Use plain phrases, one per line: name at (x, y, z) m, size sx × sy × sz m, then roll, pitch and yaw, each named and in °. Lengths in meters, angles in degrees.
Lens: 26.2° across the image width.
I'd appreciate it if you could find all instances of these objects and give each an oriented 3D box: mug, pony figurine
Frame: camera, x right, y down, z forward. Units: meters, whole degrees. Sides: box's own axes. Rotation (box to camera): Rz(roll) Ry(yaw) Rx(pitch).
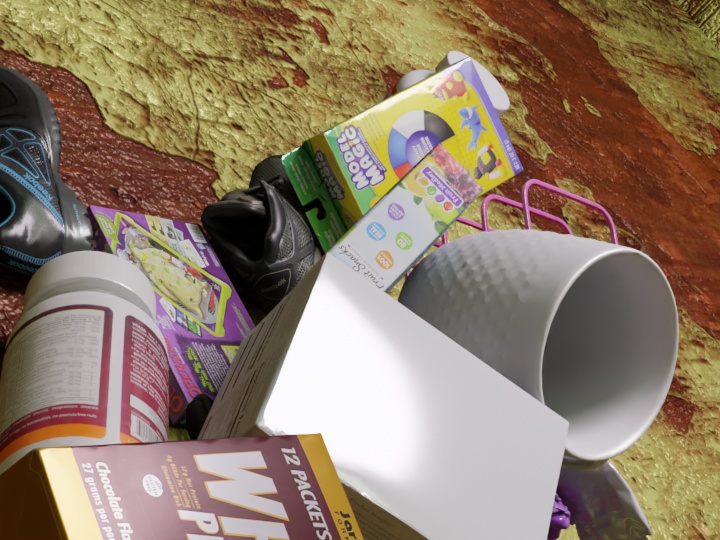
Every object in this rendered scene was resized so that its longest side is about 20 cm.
mug at (0.123, 0.064, 1.117) m, size 0.148 × 0.175 × 0.201 m, roll -43°, pitch 124°, yaw -26°
pony figurine at (0.128, 0.167, 1.238) m, size 0.199 × 0.166 × 0.195 m, roll -17°, pitch 89°, yaw -33°

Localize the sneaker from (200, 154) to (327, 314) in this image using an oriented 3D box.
sneaker at (-0.081, -0.055, 1.335) m, size 0.114 × 0.076 × 0.200 m, roll 53°, pitch 22°, yaw -36°

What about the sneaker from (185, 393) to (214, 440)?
sneaker at (-0.093, 0.174, 0.988) m, size 0.074 × 0.088 × 0.201 m, roll 60°, pitch 6°, yaw -59°

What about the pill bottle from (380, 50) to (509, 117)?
pill bottle at (0.050, -0.112, 1.483) m, size 0.112 × 0.200 × 0.113 m, roll 32°, pitch 28°, yaw -20°

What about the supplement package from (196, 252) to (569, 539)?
supplement package at (0.011, 0.119, 0.955) m, size 0.199 × 0.111 × 0.156 m, roll 35°, pitch 41°, yaw -13°

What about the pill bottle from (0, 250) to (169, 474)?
pill bottle at (-0.176, 0.084, 0.985) m, size 0.109 × 0.110 × 0.201 m, roll 29°, pitch 30°, yaw -26°

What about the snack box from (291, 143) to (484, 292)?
snack box at (0.000, 0.000, 1.146) m, size 0.053 × 0.200 × 0.142 m, roll 43°, pitch 67°, yaw 0°

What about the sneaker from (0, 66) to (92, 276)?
sneaker at (-0.265, -0.081, 1.145) m, size 0.082 × 0.073 × 0.201 m, roll 8°, pitch 42°, yaw -47°

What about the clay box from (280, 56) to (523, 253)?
clay box at (0.037, -0.093, 1.343) m, size 0.199 × 0.048 × 0.116 m, roll -31°, pitch 98°, yaw -30°

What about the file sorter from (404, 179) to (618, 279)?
file sorter at (0.117, 0.019, 1.351) m, size 0.138 × 0.199 × 0.126 m, roll 16°, pitch 59°, yaw -42°

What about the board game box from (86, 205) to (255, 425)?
board game box at (-0.135, 0.036, 1.204) m, size 0.120 × 0.032 × 0.201 m, roll 14°, pitch 38°, yaw -51°

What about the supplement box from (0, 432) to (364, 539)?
supplement box at (-0.123, 0.188, 0.786) m, size 0.199 × 0.197 × 0.134 m, roll 4°, pitch 56°, yaw -51°
